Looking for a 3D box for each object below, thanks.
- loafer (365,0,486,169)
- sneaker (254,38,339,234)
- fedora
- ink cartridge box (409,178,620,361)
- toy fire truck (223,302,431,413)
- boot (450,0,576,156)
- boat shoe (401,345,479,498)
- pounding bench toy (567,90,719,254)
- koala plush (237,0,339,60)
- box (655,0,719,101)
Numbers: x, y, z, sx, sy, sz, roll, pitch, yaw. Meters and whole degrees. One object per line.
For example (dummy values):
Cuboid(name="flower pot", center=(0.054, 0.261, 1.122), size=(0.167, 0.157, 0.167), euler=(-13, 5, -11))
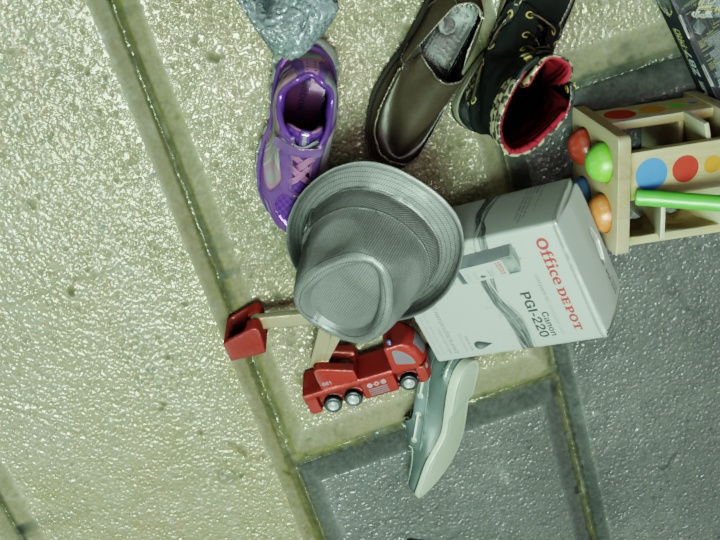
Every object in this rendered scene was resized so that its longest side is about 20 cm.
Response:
Cuboid(name="loafer", center=(0.062, -0.190, 0.932), size=(0.073, 0.071, 0.201), euler=(17, 110, -15))
Cuboid(name="sneaker", center=(-0.060, -0.124, 0.932), size=(0.080, 0.089, 0.201), euler=(1, 115, -12))
Cuboid(name="fedora", center=(0.000, 0.000, 0.915), size=(0.176, 0.091, 0.200), euler=(35, 138, -10))
Cuboid(name="ink cartridge box", center=(0.147, 0.005, 0.972), size=(0.199, 0.085, 0.146), euler=(-14, 119, 33))
Cuboid(name="toy fire truck", center=(-0.034, 0.085, 1.034), size=(0.199, 0.049, 0.142), euler=(-17, 122, 10))
Cuboid(name="boot", center=(0.165, -0.206, 0.897), size=(0.073, 0.151, 0.201), euler=(28, 106, -19))
Cuboid(name="boat shoe", center=(0.084, 0.176, 1.110), size=(0.062, 0.073, 0.201), euler=(28, 121, 26))
Cuboid(name="pounding bench toy", center=(0.304, -0.088, 0.943), size=(0.155, 0.200, 0.125), euler=(-9, 114, -6))
Cuboid(name="koala plush", center=(-0.039, -0.314, 0.809), size=(0.199, 0.178, 0.184), euler=(-33, 110, 6))
Cuboid(name="box", center=(0.416, -0.281, 0.962), size=(0.199, 0.049, 0.161), euler=(-34, 115, 6))
